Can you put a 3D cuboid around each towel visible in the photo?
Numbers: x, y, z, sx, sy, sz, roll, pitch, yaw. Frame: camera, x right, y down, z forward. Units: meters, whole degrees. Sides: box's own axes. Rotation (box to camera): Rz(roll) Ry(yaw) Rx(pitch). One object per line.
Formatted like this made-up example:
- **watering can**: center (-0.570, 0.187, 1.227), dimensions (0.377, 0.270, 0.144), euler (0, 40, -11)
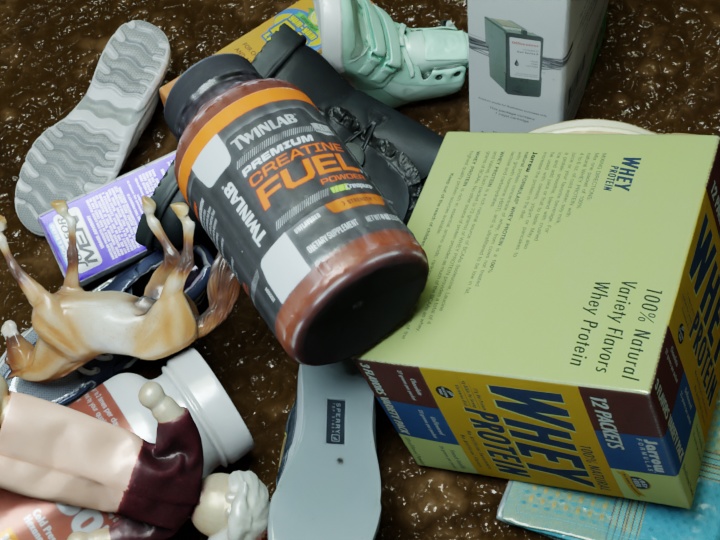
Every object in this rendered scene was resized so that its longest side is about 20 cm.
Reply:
- **towel**: center (0.194, 0.109, 0.861), dimensions (0.145, 0.022, 0.202), euler (15, 59, 20)

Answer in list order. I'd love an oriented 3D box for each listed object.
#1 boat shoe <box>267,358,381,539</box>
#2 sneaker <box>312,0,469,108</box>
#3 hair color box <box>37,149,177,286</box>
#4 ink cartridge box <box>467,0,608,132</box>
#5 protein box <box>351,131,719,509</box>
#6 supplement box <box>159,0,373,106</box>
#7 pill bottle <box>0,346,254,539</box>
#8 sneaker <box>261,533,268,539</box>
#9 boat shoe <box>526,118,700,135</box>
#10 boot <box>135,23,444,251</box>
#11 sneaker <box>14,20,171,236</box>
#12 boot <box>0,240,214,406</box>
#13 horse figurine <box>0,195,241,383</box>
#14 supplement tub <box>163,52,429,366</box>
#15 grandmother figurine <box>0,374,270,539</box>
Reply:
- **boat shoe**: center (-0.021, 0.143, 0.825), dimensions (0.070, 0.092, 0.202), euler (8, 49, -1)
- **sneaker**: center (0.029, -0.189, 0.982), dimensions (0.116, 0.200, 0.075), euler (-11, 76, 9)
- **hair color box**: center (-0.147, -0.056, 0.976), dimensions (0.198, 0.109, 0.066), euler (-25, 93, -7)
- **ink cartridge box**: center (0.144, -0.214, 0.976), dimensions (0.083, 0.201, 0.147), euler (16, 60, 16)
- **protein box**: center (0.134, 0.026, 0.830), dimensions (0.197, 0.136, 0.200), euler (4, 54, 31)
- **supplement box**: center (-0.072, -0.173, 1.075), dimensions (0.199, 0.069, 0.067), euler (-35, 58, -16)
- **pill bottle**: center (-0.176, 0.143, 0.849), dimensions (0.199, 0.113, 0.112), euler (-34, 57, -13)
- **sneaker**: center (-0.079, 0.213, 0.817), dimensions (0.196, 0.078, 0.086), euler (5, 46, 2)
- **boat shoe**: center (0.205, -0.065, 0.944), dimensions (0.196, 0.074, 0.070), euler (3, 50, 12)
- **boot**: center (-0.044, -0.056, 0.893), dimensions (0.167, 0.076, 0.201), euler (37, 77, 0)
- **sneaker**: center (-0.218, -0.112, 1.064), dimensions (0.074, 0.082, 0.201), euler (34, 84, 7)
- **boot**: center (-0.196, 0.044, 0.922), dimensions (0.199, 0.090, 0.073), euler (-41, 92, -17)
- **horse figurine**: center (-0.166, 0.017, 0.851), dimensions (0.196, 0.135, 0.050), euler (-4, 20, 5)
- **supplement tub**: center (-0.050, -0.046, 0.781), dimensions (0.106, 0.107, 0.201), euler (-31, 63, -12)
- **grandmother figurine**: center (-0.144, 0.125, 0.774), dimensions (0.198, 0.122, 0.061), euler (23, 22, -17)
